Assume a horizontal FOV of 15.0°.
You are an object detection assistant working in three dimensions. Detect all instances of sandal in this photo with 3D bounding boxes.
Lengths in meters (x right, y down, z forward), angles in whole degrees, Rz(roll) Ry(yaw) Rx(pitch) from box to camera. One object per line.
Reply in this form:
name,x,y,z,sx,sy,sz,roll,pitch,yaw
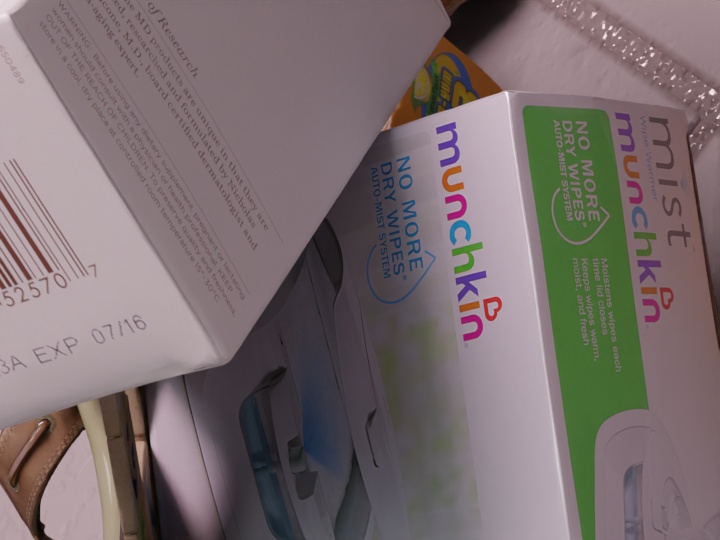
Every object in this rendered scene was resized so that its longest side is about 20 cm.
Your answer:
sandal,-0.106,0.050,0.989,0.080,0.057,0.201,-92,-5,-85

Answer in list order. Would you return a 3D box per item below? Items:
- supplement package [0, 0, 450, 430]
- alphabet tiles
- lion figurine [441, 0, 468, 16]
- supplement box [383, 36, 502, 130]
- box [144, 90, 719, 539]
supplement package,-0.074,-0.058,0.818,0.117,0.117,0.200,-18,24,33
alphabet tiles,-0.073,0.057,0.940,0.008,0.167,0.200,-7,23,1
lion figurine,0.047,-0.185,1.113,0.122,0.072,0.200,-36,28,38
supplement box,-0.038,-0.031,1.088,0.200,0.069,0.067,-23,44,40
box,0.027,0.061,0.878,0.176,0.097,0.200,-14,79,43
